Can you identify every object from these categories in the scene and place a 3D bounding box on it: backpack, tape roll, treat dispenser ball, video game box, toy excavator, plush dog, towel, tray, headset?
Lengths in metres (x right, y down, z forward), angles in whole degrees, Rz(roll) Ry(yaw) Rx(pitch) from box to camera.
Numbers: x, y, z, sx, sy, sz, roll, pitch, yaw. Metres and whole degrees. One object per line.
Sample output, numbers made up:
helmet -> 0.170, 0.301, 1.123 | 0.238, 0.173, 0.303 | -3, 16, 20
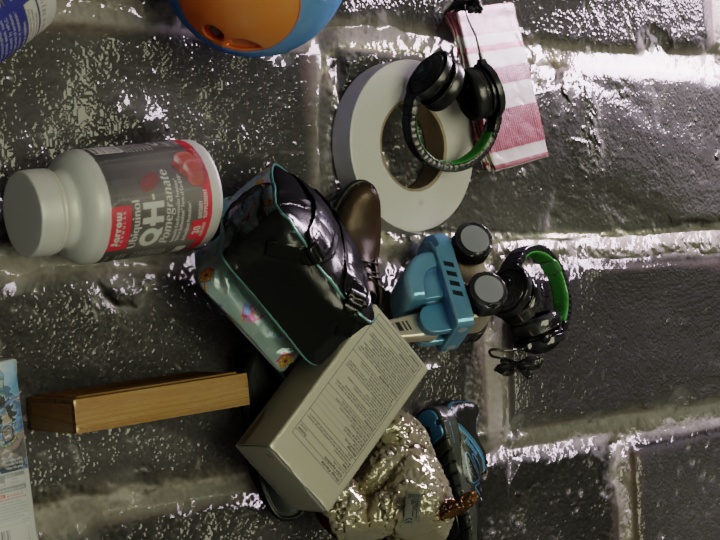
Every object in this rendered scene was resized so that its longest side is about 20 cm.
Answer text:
backpack -> -0.080, -0.009, 1.538 | 0.176, 0.153, 0.201 | 47, 19, -24
tape roll -> 0.052, -0.145, 1.743 | 0.201, 0.037, 0.206 | 0, 89, -41
treat dispenser ball -> -0.108, -0.320, 1.505 | 0.199, 0.200, 0.204 | 1, 88, -40
video game box -> -0.400, 0.186, 1.349 | 0.198, 0.046, 0.185 | -9, 96, -40
toy excavator -> 0.066, 0.055, 1.705 | 0.197, 0.100, 0.197 | -7, 65, -18
plush dog -> 0.043, 0.227, 1.659 | 0.200, 0.159, 0.173 | 40, 25, -42
towel -> 0.171, -0.229, 1.830 | 0.143, 0.023, 0.203 | -18, 95, -51
tray -> -0.219, 0.129, 1.467 | 0.198, 0.098, 0.038 | -5, 91, -40
headset -> 0.109, -0.219, 1.732 | 0.122, 0.094, 0.203 | 9, 100, -28
headset -> 0.216, 0.054, 1.830 | 0.124, 0.093, 0.201 | 53, 47, -24

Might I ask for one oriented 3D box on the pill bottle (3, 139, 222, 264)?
pill bottle -> -0.243, -0.066, 1.445 | 0.198, 0.110, 0.112 | -10, 95, -40

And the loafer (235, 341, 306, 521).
loafer -> -0.095, 0.174, 1.581 | 0.067, 0.070, 0.204 | -12, 96, -8

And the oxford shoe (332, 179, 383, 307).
oxford shoe -> 0.000, 0.000, 1.650 | 0.072, 0.084, 0.203 | 7, 91, -32

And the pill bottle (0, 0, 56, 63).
pill bottle -> -0.382, -0.219, 1.326 | 0.200, 0.119, 0.120 | -47, 117, -31

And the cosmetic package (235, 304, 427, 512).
cosmetic package -> -0.028, 0.142, 1.543 | 0.106, 0.071, 0.200 | 51, 59, -21

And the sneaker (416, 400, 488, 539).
sneaker -> 0.126, 0.255, 1.772 | 0.081, 0.073, 0.203 | -14, 99, -41
